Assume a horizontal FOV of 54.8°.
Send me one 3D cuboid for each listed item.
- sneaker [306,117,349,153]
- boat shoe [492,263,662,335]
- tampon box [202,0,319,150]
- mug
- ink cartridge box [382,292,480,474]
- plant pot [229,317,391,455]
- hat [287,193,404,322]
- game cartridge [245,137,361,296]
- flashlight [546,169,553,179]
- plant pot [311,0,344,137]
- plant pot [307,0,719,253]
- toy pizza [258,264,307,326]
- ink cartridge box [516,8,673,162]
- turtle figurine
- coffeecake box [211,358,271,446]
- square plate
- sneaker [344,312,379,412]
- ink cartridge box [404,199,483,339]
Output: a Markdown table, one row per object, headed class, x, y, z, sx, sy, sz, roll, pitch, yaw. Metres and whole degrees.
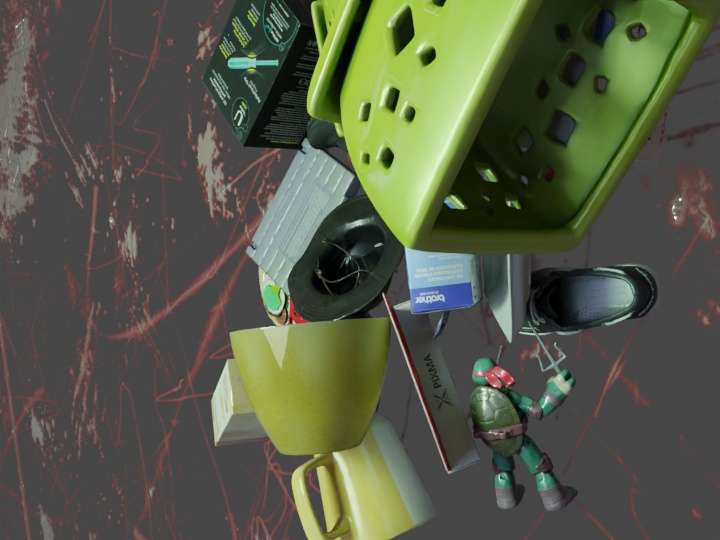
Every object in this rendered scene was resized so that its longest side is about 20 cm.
| class | x | y | z | sx | sy | sz | roll | pitch | yaw |
| --- | --- | --- | --- | --- | --- | --- | --- | --- | --- |
| sneaker | 0.000 | -0.183 | 0.936 | 0.197 | 0.075 | 0.094 | -8 | 92 | 46 |
| boat shoe | 0.216 | 0.030 | 0.744 | 0.197 | 0.059 | 0.078 | -20 | 80 | 44 |
| tampon box | -0.115 | -0.301 | 1.000 | 0.152 | 0.124 | 0.201 | 56 | 129 | 26 |
| mug | 0.005 | 0.271 | 0.901 | 0.146 | 0.187 | 0.157 | -22 | 73 | 5 |
| ink cartridge box | 0.085 | 0.131 | 0.813 | 0.044 | 0.177 | 0.205 | -20 | 73 | 1 |
| plant pot | -0.054 | 0.138 | 0.828 | 0.197 | 0.197 | 0.147 | -10 | 82 | 44 |
| hat | 0.000 | 0.000 | 0.925 | 0.197 | 0.081 | 0.204 | -25 | 43 | 24 |
| game cartridge | -0.084 | -0.077 | 1.029 | 0.129 | 0.038 | 0.203 | 39 | 105 | 31 |
| flashlight | 0.193 | -0.151 | 0.753 | 0.066 | 0.068 | 0.207 | -8 | 84 | 18 |
| plant pot | 0.050 | -0.263 | 0.774 | 0.182 | 0.193 | 0.206 | 134 | 125 | -69 |
| plant pot | 0.087 | -0.146 | 0.482 | 0.182 | 0.195 | 0.204 | 47 | 124 | 36 |
| toy pizza | -0.106 | 0.008 | 1.088 | 0.197 | 0.031 | 0.207 | 6 | 99 | 45 |
| ink cartridge box | 0.216 | -0.179 | 0.628 | 0.083 | 0.197 | 0.151 | 14 | 104 | 40 |
| turtle figurine | 0.168 | 0.165 | 0.782 | 0.148 | 0.099 | 0.206 | -9 | 100 | 59 |
| coffeecake box | -0.126 | 0.186 | 0.993 | 0.201 | 0.149 | 0.075 | 125 | 138 | -59 |
| square plate | 0.153 | -0.051 | 0.733 | 0.027 | 0.198 | 0.207 | -2 | 102 | 3 |
| sneaker | -0.012 | 0.147 | 0.991 | 0.078 | 0.068 | 0.205 | -132 | 47 | -56 |
| ink cartridge box | 0.096 | -0.028 | 0.798 | 0.074 | 0.136 | 0.207 | -8 | 89 | 15 |
